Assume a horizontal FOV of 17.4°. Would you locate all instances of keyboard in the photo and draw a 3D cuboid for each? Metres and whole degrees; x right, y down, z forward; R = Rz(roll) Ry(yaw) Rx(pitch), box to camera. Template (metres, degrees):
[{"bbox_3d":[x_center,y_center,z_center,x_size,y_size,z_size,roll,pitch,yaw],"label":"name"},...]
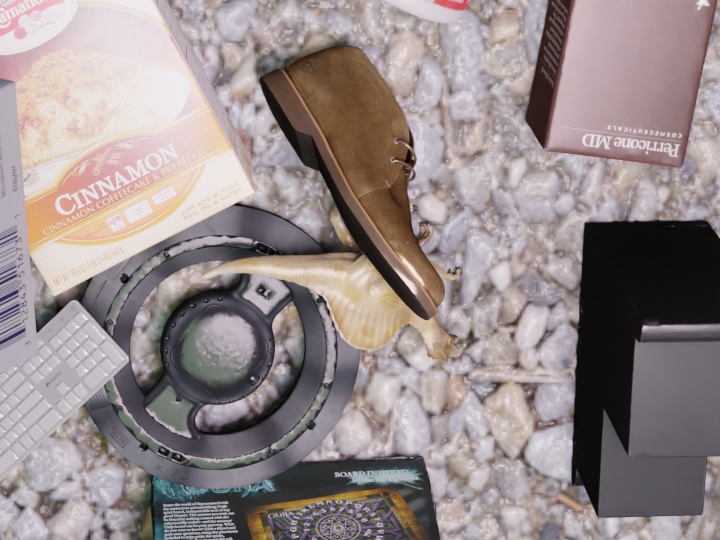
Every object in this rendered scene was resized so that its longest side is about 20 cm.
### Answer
[{"bbox_3d":[-0.243,0.102,1.610,0.200,0.011,0.056,-42,87,20],"label":"keyboard"}]

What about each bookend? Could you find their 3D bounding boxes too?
[{"bbox_3d":[0.207,0.091,1.580,0.091,0.200,0.200,-1,109,-5],"label":"bookend"}]

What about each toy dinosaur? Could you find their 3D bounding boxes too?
[{"bbox_3d":[0.000,0.000,1.580,0.199,0.058,0.102,22,79,-24],"label":"toy dinosaur"}]

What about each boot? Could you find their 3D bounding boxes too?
[{"bbox_3d":[0.013,-0.062,1.533,0.075,0.074,0.201,-27,72,-9],"label":"boot"}]

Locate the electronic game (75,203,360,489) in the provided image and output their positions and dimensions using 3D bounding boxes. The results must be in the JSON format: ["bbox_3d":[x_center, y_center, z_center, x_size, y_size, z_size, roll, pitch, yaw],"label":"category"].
[{"bbox_3d":[-0.098,0.053,1.616,0.198,0.042,0.202,-2,102,-8],"label":"electronic game"}]

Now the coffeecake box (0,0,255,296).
[{"bbox_3d":[-0.181,-0.111,1.533,0.153,0.073,0.201,-27,110,5],"label":"coffeecake box"}]

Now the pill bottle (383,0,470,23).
[{"bbox_3d":[0.057,-0.269,1.480,0.113,0.114,0.201,24,106,-14],"label":"pill bottle"}]

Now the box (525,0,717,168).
[{"bbox_3d":[0.178,-0.176,1.549,0.099,0.075,0.201,6,111,-8],"label":"box"}]

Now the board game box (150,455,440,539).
[{"bbox_3d":[-0.044,0.186,1.621,0.198,0.136,0.028,-2,128,-5],"label":"board game box"}]

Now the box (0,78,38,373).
[{"bbox_3d":[-0.314,-0.033,1.479,0.199,0.105,0.185,11,113,32],"label":"box"}]
